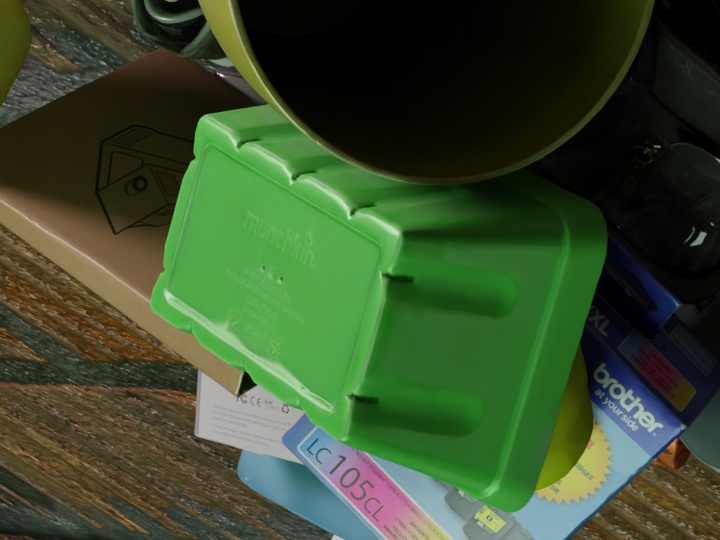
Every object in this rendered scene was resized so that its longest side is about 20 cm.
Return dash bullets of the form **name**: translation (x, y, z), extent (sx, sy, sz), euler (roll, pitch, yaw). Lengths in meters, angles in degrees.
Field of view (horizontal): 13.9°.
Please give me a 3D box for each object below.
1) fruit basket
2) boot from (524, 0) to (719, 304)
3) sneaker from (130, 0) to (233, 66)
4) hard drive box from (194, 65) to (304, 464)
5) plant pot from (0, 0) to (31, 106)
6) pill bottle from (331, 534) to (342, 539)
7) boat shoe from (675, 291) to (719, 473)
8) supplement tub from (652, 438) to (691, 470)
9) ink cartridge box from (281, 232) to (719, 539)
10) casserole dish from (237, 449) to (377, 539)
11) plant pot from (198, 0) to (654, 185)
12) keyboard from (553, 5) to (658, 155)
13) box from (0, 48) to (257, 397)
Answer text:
- **fruit basket**: translation (0.036, 0.019, 1.279), extent (0.214, 0.156, 0.216), euler (15, -167, -3)
- **boot**: translation (0.124, -0.088, 1.365), extent (0.200, 0.069, 0.174), euler (39, 152, 17)
- **sneaker**: translation (-0.084, -0.140, 1.486), extent (0.076, 0.081, 0.200), euler (22, 165, 9)
- **hard drive box**: translation (0.000, 0.000, 1.538), extent (0.155, 0.201, 0.077), euler (13, -164, 31)
- **plant pot**: translation (-0.227, -0.181, 1.395), extent (0.200, 0.190, 0.201), euler (24, 162, 8)
- **pill bottle**: translation (0.060, 0.103, 1.755), extent (0.119, 0.201, 0.120), euler (24, 162, 9)
- **boat shoe**: translation (0.192, 0.038, 1.465), extent (0.071, 0.200, 0.064), euler (-39, 121, 23)
- **supplement tub**: translation (0.100, 0.028, 1.618), extent (0.199, 0.123, 0.123), euler (22, 162, 16)
- **ink cartridge box**: translation (0.078, 0.055, 1.407), extent (0.136, 0.076, 0.200), euler (44, 119, 3)
- **casserole dish**: translation (0.017, 0.103, 1.614), extent (0.200, 0.121, 0.039), euler (23, 122, 49)
- **plant pot**: translation (0.002, -0.141, 1.248), extent (0.187, 0.188, 0.200), euler (34, 176, -21)
- **keyboard**: translation (0.065, -0.099, 1.348), extent (0.039, 0.105, 0.200), euler (-3, 178, -30)
- **box**: translation (-0.078, -0.028, 1.442), extent (0.200, 0.163, 0.021), euler (35, 132, 24)
